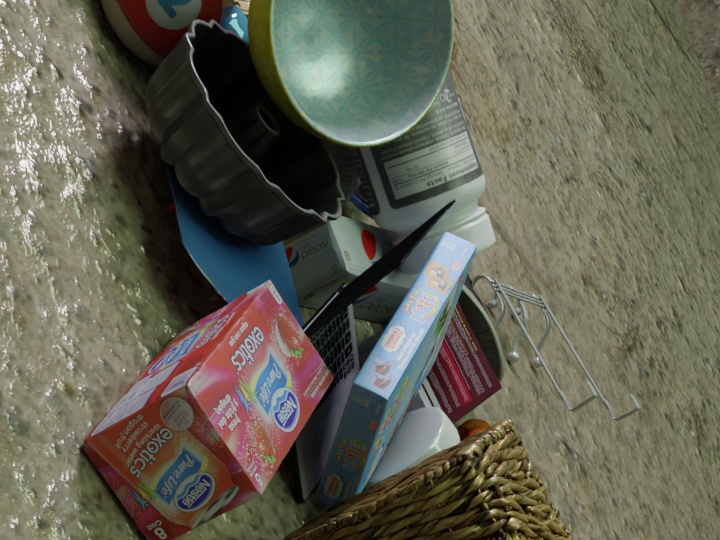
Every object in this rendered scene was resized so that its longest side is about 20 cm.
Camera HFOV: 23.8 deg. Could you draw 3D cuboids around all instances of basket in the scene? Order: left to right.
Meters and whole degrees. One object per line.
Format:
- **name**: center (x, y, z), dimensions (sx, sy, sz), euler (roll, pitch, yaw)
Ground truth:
- **basket**: center (0.053, 0.228, 1.298), dimensions (0.150, 0.199, 0.143), euler (63, 22, 3)

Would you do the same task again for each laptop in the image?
- **laptop**: center (0.014, 0.064, 1.422), dimensions (0.187, 0.115, 0.202), euler (-46, 131, -66)

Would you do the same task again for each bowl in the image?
- **bowl**: center (-0.027, -0.208, 1.462), dimensions (0.199, 0.107, 0.203), euler (-5, 99, -37)

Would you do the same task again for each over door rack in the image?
- **over door rack**: center (0.207, 0.097, 1.924), dimensions (0.200, 0.067, 0.147), euler (49, 16, 27)

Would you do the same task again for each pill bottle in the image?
- **pill bottle**: center (0.050, -0.106, 1.585), dimensions (0.202, 0.112, 0.113), euler (71, 22, -7)
- **pill bottle**: center (0.089, 0.224, 1.490), dimensions (0.201, 0.116, 0.117), euler (54, 24, -19)

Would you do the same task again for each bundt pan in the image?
- **bundt pan**: center (-0.103, -0.105, 1.422), dimensions (0.202, 0.076, 0.203), euler (46, 21, -23)

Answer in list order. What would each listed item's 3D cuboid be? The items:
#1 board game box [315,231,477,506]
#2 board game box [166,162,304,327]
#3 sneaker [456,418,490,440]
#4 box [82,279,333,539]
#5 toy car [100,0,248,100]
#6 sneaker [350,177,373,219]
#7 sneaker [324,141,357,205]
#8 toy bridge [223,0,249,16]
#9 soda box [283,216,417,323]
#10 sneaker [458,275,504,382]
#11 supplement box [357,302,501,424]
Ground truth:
- **board game box**: center (0.031, 0.084, 1.426), dimensions (0.036, 0.152, 0.201), euler (25, 44, 7)
- **board game box**: center (-0.119, -0.018, 1.426), dimensions (0.158, 0.039, 0.201), euler (38, 26, -42)
- **sneaker**: center (0.122, 0.188, 1.643), dimensions (0.073, 0.077, 0.200), euler (56, 13, -9)
- **box**: center (-0.105, 0.100, 1.239), dimensions (0.096, 0.099, 0.200), euler (57, 23, -10)
- **toy car**: center (-0.122, -0.281, 1.503), dimensions (0.185, 0.199, 0.177), euler (52, 25, -20)
- **sneaker**: center (0.025, -0.104, 1.715), dimensions (0.070, 0.083, 0.200), euler (25, 23, -37)
- **sneaker**: center (-0.050, -0.163, 1.646), dimensions (0.115, 0.072, 0.202), euler (-97, 173, -56)
- **toy bridge**: center (-0.075, -0.244, 1.732), dimensions (0.199, 0.067, 0.027), euler (15, 50, -60)
- **soda box**: center (0.000, 0.000, 1.614), dimensions (0.199, 0.068, 0.064), euler (14, 53, -61)
- **sneaker**: center (0.100, 0.024, 1.788), dimensions (0.201, 0.074, 0.106), euler (59, 25, -3)
- **supplement box**: center (0.061, 0.097, 1.644), dimensions (0.110, 0.061, 0.200), euler (63, 24, 3)
